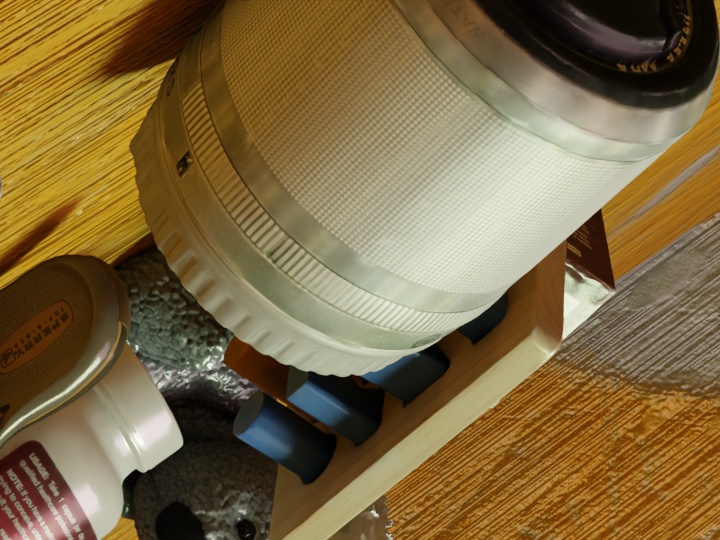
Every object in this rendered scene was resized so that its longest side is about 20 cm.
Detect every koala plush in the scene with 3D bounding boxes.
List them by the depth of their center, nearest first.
[{"bbox_3d":[-0.087,0.109,1.482,0.177,0.200,0.184,-39,173,13],"label":"koala plush"}]

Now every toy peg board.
[{"bbox_3d":[0.000,0.000,1.351,0.200,0.098,0.200,-42,-155,34],"label":"toy peg board"}]

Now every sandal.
[{"bbox_3d":[-0.188,0.064,1.236,0.200,0.082,0.055,-38,156,14],"label":"sandal"}]

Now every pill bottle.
[{"bbox_3d":[-0.189,0.108,1.337,0.200,0.113,0.113,-35,172,-12],"label":"pill bottle"}]

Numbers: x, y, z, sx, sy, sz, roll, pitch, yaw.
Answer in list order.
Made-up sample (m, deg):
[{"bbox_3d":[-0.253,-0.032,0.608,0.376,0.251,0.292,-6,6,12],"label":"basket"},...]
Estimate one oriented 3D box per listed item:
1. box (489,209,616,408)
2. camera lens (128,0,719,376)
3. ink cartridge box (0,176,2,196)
[{"bbox_3d":[0.069,-0.030,1.476,0.100,0.075,0.200,-44,-154,25],"label":"box"},{"bbox_3d":[0.026,-0.071,1.058,0.200,0.160,0.160,-43,170,38],"label":"camera lens"},{"bbox_3d":[-0.214,0.020,0.801,0.145,0.084,0.200,-30,170,-44],"label":"ink cartridge box"}]
